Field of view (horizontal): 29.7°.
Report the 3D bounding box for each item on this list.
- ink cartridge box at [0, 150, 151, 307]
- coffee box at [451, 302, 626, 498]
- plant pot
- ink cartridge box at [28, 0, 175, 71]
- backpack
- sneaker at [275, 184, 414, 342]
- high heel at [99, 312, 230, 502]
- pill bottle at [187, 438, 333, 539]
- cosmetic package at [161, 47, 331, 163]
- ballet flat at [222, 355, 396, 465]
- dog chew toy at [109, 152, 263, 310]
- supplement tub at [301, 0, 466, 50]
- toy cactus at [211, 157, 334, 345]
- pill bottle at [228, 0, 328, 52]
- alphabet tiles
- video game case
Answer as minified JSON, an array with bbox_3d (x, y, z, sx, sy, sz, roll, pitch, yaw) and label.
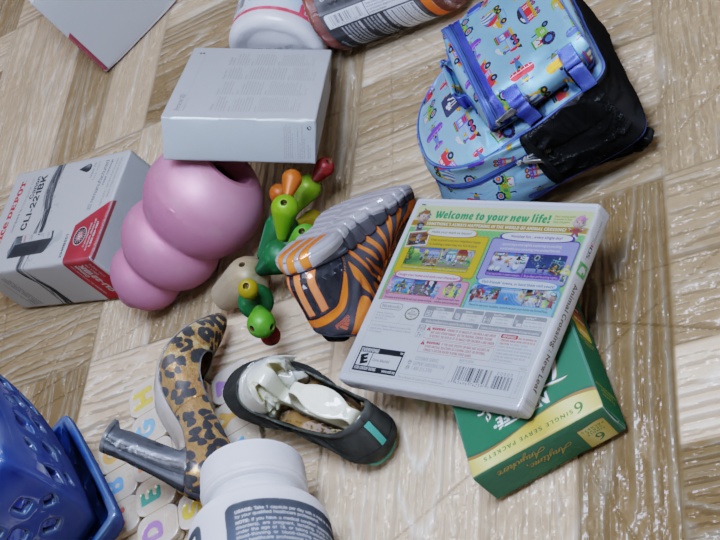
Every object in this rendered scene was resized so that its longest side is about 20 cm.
[{"bbox_3d":[-0.324,-0.044,1.545,0.199,0.084,0.145,-7,56,38],"label":"ink cartridge box"},{"bbox_3d":[0.127,0.071,1.096,0.123,0.044,0.201,-31,44,19],"label":"coffee box"},{"bbox_3d":[-0.348,0.225,1.276,0.200,0.180,0.200,-51,41,5],"label":"plant pot"},{"bbox_3d":[-0.366,-0.392,1.806,0.145,0.145,0.200,-46,40,3],"label":"ink cartridge box"},{"bbox_3d":[0.129,-0.146,1.198,0.200,0.134,0.183,-33,42,21],"label":"backpack"},{"bbox_3d":[0.000,0.000,1.240,0.077,0.112,0.200,-11,18,39],"label":"sneaker"},{"bbox_3d":[-0.133,0.128,1.272,0.142,0.072,0.200,22,48,13],"label":"high heel"},{"bbox_3d":[-0.077,0.240,1.084,0.119,0.120,0.201,-30,44,19],"label":"pill bottle"},{"bbox_3d":[-0.111,-0.171,1.383,0.150,0.052,0.200,4,29,2],"label":"cosmetic package"},{"bbox_3d":[-0.053,0.108,1.184,0.199,0.068,0.068,15,64,37],"label":"ballet flat"},{"bbox_3d":[-0.188,-0.037,1.399,0.200,0.124,0.125,-50,37,26],"label":"dog chew toy"},{"bbox_3d":[0.043,-0.307,1.417,0.199,0.107,0.107,-15,50,32],"label":"supplement tub"},{"bbox_3d":[-0.082,-0.005,1.319,0.165,0.102,0.201,-33,42,45],"label":"toy cactus"},{"bbox_3d":[-0.076,-0.318,1.526,0.108,0.109,0.201,-12,52,34],"label":"pill bottle"},{"bbox_3d":[-0.177,0.171,1.304,0.195,0.015,0.200,-31,44,18],"label":"alphabet tiles"},{"bbox_3d":[0.090,0.024,1.115,0.200,0.022,0.183,5,63,46],"label":"video game case"}]
